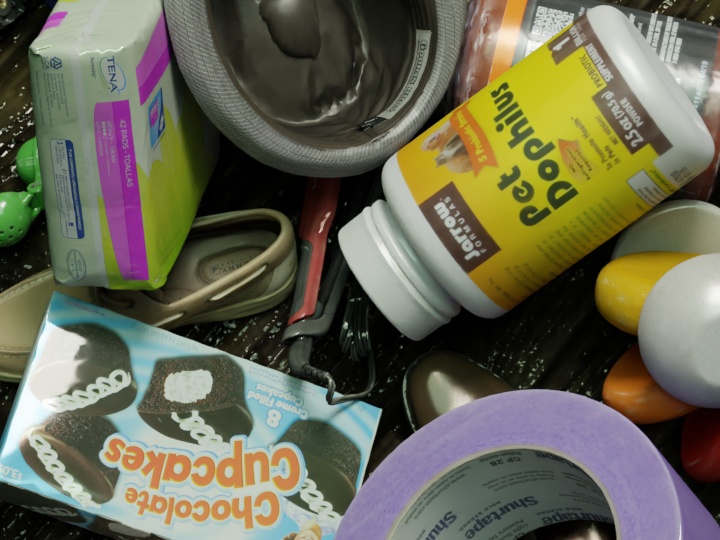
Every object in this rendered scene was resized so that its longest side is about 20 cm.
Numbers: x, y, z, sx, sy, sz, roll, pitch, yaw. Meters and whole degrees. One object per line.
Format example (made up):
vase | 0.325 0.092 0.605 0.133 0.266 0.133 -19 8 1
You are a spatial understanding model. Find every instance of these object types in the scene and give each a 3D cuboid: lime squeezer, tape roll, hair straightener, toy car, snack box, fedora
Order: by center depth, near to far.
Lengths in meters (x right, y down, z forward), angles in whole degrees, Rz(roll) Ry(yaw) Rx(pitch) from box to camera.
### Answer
tape roll | 0.085 0.167 1.303 0.199 0.085 0.201 -17 51 23
toy car | 0.229 0.048 1.430 0.199 0.175 0.151 -1 106 -1
snack box | -0.097 0.101 1.442 0.199 0.037 0.117 20 66 -9
fedora | -0.035 -0.153 1.457 0.177 0.090 0.200 -34 110 -14
hair straightener | 0.000 0.000 1.493 0.077 0.041 0.201 28 44 -22
lime squeezer | -0.212 -0.054 1.552 0.070 0.038 0.200 18 64 43

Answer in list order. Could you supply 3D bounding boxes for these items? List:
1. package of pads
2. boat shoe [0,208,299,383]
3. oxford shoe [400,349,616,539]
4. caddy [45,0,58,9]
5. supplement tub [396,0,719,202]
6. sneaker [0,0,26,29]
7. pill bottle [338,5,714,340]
package of pads | -0.129 -0.092 1.457 0.068 0.155 0.200 0 28 9
boat shoe | -0.134 0.007 1.499 0.199 0.065 0.071 -19 66 -8
oxford shoe | 0.096 0.112 1.438 0.073 0.085 0.200 -38 69 -14
caddy | -0.119 -0.222 1.582 0.199 0.105 0.142 4 64 3
supplement tub | 0.122 -0.110 1.526 0.199 0.107 0.107 13 66 6
sneaker | -0.264 -0.234 1.620 0.072 0.072 0.201 -33 72 30
pill bottle | 0.088 -0.049 1.431 0.200 0.109 0.109 -37 67 12
